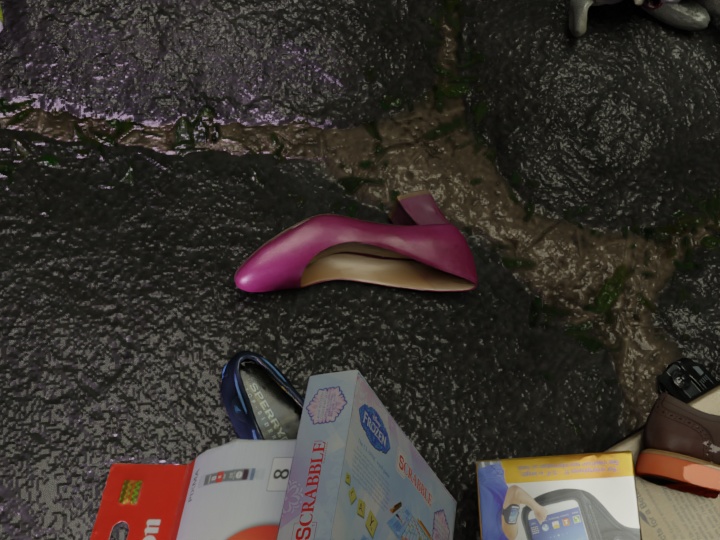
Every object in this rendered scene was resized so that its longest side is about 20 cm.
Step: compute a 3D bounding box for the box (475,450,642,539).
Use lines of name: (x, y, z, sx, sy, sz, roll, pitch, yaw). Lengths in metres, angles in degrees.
box: (0.150, 0.237, 0.774, 0.118, 0.042, 0.201, -6, 69, 9)

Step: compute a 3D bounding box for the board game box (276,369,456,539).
board game box: (0.007, 0.206, 0.722, 0.041, 0.200, 0.201, -8, 49, 24)

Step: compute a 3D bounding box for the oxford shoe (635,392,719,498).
oxford shoe: (0.306, 0.137, 0.766, 0.199, 0.071, 0.073, 13, 75, 9)

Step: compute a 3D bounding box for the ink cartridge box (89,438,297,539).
ink cartridge box: (-0.118, 0.199, 0.745, 0.198, 0.050, 0.163, -2, 55, 17)

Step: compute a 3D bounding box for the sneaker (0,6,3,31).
sneaker: (-0.347, -0.299, 0.927, 0.076, 0.075, 0.201, -21, 77, -14)

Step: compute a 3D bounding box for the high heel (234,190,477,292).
high heel: (0.000, 0.000, 0.875, 0.199, 0.068, 0.096, -22, 65, -18)

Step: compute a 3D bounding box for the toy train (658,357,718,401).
toy train: (0.332, 0.154, 0.893, 0.046, 0.034, 0.200, -34, 78, -30)

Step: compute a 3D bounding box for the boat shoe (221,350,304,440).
boat shoe: (-0.049, 0.152, 0.819, 0.084, 0.069, 0.200, -40, 81, -18)

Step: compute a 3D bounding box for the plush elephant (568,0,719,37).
plush elephant: (0.271, -0.287, 0.970, 0.199, 0.166, 0.155, 32, 52, 34)

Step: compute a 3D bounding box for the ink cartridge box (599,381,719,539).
ink cartridge box: (0.297, 0.197, 0.828, 0.164, 0.075, 0.201, -29, 78, 3)
